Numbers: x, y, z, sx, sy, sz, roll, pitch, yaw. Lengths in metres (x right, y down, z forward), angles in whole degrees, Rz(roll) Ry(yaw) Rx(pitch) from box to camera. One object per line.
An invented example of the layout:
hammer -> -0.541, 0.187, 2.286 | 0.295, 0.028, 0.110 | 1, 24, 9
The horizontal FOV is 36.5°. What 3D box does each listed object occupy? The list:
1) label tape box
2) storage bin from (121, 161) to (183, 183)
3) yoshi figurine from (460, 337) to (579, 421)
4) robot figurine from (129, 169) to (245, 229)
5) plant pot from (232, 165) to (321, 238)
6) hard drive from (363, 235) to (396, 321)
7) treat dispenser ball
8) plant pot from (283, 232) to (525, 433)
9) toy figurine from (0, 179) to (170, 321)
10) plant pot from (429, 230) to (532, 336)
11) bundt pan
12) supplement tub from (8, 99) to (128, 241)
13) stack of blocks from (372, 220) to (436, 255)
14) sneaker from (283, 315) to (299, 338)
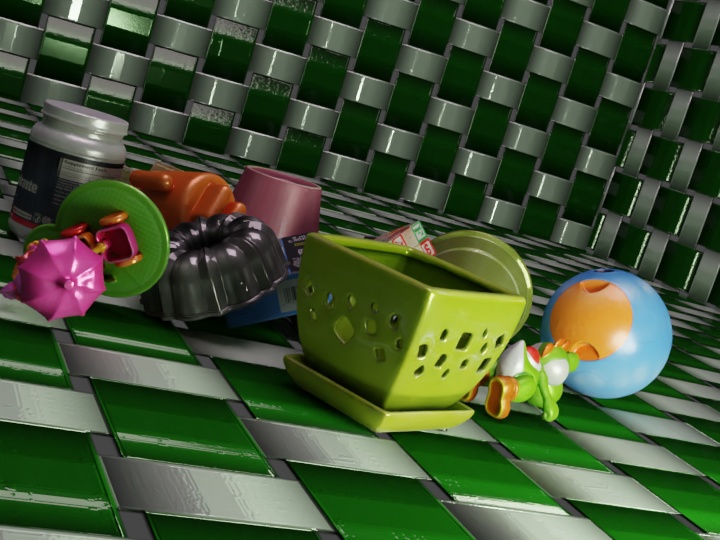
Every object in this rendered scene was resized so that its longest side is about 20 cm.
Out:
label tape box -> -0.125, -0.002, 1.515 | 0.144, 0.063, 0.200 | -12, 24, -5
storage bin -> -0.395, -0.148, 2.047 | 0.198, 0.094, 0.200 | 22, 11, 27
yoshi figurine -> 0.222, 0.158, 1.481 | 0.200, 0.113, 0.112 | -11, -14, -42
robot figurine -> -0.260, -0.084, 1.568 | 0.200, 0.117, 0.144 | 6, 6, 36
plant pot -> -0.148, -0.067, 1.764 | 0.200, 0.179, 0.200 | 16, 9, -3
hard drive -> 0.054, 0.011, 1.823 | 0.200, 0.135, 0.042 | 21, -26, 38
treat dispenser ball -> 0.381, 0.097, 1.694 | 0.201, 0.201, 0.201 | 17, 9, -3
plant pot -> 0.041, 0.077, 1.263 | 0.200, 0.182, 0.199 | 24, 11, 39
toy figurine -> -0.345, -0.006, 1.256 | 0.200, 0.150, 0.184 | -13, 14, 17
plant pot -> 0.148, 0.062, 1.612 | 0.200, 0.200, 0.190 | 18, 21, 6
bundt pan -> -0.195, -0.015, 1.408 | 0.202, 0.076, 0.202 | -9, 25, 4
supplement tub -> -0.424, -0.136, 1.595 | 0.140, 0.200, 0.140 | 17, 9, -3
stack of blocks -> 0.000, 0.000, 1.640 | 0.200, 0.059, 0.115 | -22, 9, 39
sneaker -> -0.050, 0.054, 1.570 | 0.114, 0.076, 0.199 | 16, 12, -20
